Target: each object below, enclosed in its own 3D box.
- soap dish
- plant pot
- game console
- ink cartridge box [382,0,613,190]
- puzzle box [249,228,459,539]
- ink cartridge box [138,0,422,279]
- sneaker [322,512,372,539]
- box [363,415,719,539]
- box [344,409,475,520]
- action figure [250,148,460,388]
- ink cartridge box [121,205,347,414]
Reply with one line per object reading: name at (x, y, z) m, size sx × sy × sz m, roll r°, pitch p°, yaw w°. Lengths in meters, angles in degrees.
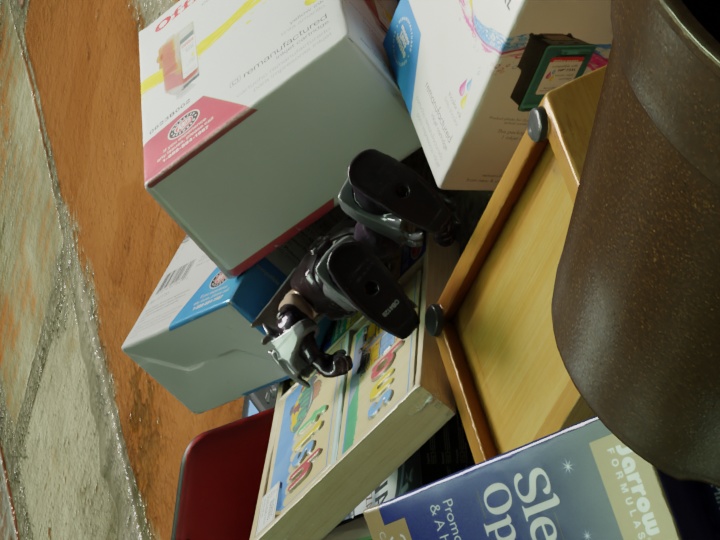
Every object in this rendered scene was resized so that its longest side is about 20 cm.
soap dish at (0.105, 0.021, 0.949) m, size 0.200 × 0.081 × 0.158 m, roll 114°, pitch 148°, yaw -46°
plant pot at (0.160, -0.036, 0.698) m, size 0.198 × 0.200 × 0.201 m, roll 104°, pitch 156°, yaw -49°
game console at (-0.098, 0.167, 1.389) m, size 0.172 × 0.118 × 0.200 m, roll -135°, pitch 50°, yaw -60°
ink cartridge box at (0.084, -0.149, 1.024) m, size 0.200 × 0.067 × 0.116 m, roll 113°, pitch 149°, yaw -41°
puzzle box at (0.000, 0.062, 1.106) m, size 0.133 × 0.025 × 0.200 m, roll -45°, pitch 15°, yaw 20°
ink cartridge box at (-0.049, -0.110, 1.190) m, size 0.145 × 0.083 × 0.200 m, roll -36°, pitch 29°, yaw 14°
sneaker at (0.030, 0.163, 1.068) m, size 0.200 × 0.077 × 0.089 m, roll -27°, pitch 78°, yaw 32°
box at (0.094, 0.130, 0.882) m, size 0.200 × 0.032 × 0.121 m, roll -28°, pitch 77°, yaw 40°
box at (0.025, 0.154, 1.187) m, size 0.160 × 0.043 × 0.200 m, roll 151°, pitch 117°, yaw -65°
action figure at (0.000, 0.000, 1.079) m, size 0.130 × 0.069 × 0.200 m, roll -58°, pitch 2°, yaw -9°
ink cartridge box at (-0.049, -0.020, 1.242) m, size 0.116 × 0.068 × 0.200 m, roll -23°, pitch 32°, yaw 47°
